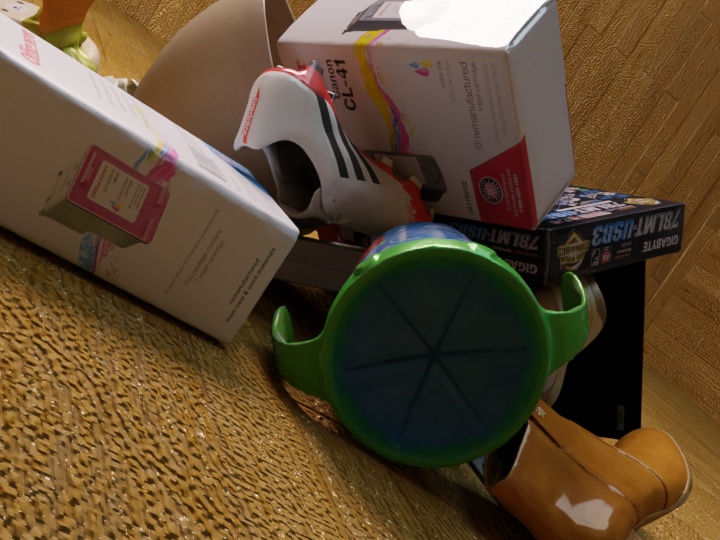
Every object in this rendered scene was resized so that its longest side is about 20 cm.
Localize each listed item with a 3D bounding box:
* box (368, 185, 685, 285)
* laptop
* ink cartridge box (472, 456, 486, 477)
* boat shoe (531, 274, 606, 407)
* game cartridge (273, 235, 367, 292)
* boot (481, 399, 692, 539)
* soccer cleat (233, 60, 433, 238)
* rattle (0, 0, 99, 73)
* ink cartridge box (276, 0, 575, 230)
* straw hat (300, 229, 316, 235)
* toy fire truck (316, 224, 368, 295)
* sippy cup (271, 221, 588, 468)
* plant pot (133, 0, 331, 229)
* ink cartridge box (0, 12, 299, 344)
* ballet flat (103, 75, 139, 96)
[{"bbox_3d":[0.140,-0.040,0.849,0.198,0.051,0.197,-12,20,-42],"label":"box"},{"bbox_3d":[0.185,0.048,0.962,0.101,0.181,0.200,-5,16,-8],"label":"laptop"},{"bbox_3d":[0.149,0.152,0.745,0.159,0.048,0.200,31,7,-23],"label":"ink cartridge box"},{"bbox_3d":[0.139,0.070,0.846,0.065,0.202,0.075,-8,54,-20],"label":"boat shoe"},{"bbox_3d":[0.000,0.000,0.792,0.196,0.041,0.133,11,6,14],"label":"game cartridge"},{"bbox_3d":[0.149,0.123,0.664,0.144,0.071,0.202,46,28,-6],"label":"boot"},{"bbox_3d":[-0.016,-0.059,0.712,0.068,0.086,0.200,2,-35,42],"label":"soccer cleat"},{"bbox_3d":[-0.297,-0.242,0.847,0.128,0.145,0.201,-17,45,-23],"label":"rattle"},{"bbox_3d":[0.051,-0.124,0.748,0.197,0.086,0.149,10,-46,34],"label":"ink cartridge box"},{"bbox_3d":[-0.072,-0.085,1.040,0.199,0.201,0.086,32,48,-15],"label":"straw hat"},{"bbox_3d":[0.048,0.021,0.940,0.198,0.112,0.169,28,29,-37],"label":"toy fire truck"},{"bbox_3d":[0.042,0.032,0.625,0.176,0.141,0.131,27,16,-9],"label":"sippy cup"},{"bbox_3d":[-0.109,-0.122,0.822,0.200,0.132,0.204,-13,90,-81],"label":"plant pot"},{"bbox_3d":[-0.152,-0.059,0.598,0.198,0.085,0.145,33,7,-28],"label":"ink cartridge box"},{"bbox_3d":[-0.206,-0.138,0.864,0.200,0.066,0.065,-99,177,-76],"label":"ballet flat"}]
